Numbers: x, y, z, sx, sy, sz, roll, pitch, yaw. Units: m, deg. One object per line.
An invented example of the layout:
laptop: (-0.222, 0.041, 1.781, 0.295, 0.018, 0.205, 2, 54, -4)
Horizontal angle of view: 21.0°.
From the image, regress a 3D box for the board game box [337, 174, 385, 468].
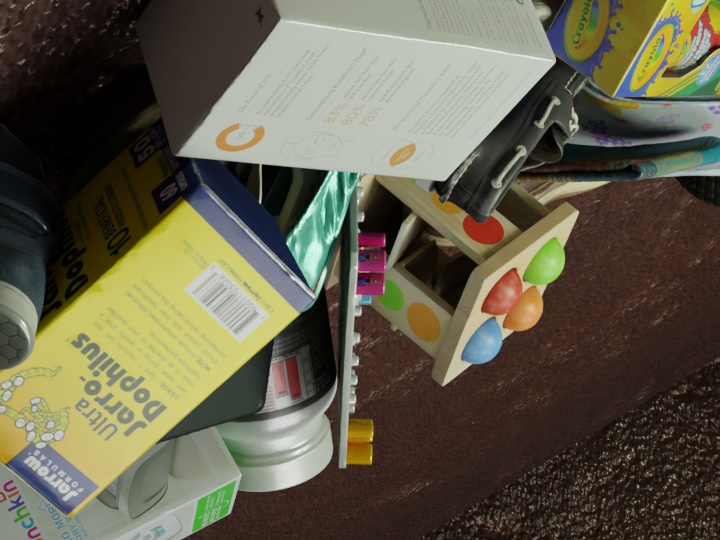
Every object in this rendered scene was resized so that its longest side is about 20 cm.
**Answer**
board game box: (0.000, 0.000, 1.357, 0.026, 0.201, 0.201, 2, 132, -2)

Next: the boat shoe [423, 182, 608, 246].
boat shoe: (0.138, -0.089, 1.689, 0.198, 0.072, 0.072, -22, 133, 2)

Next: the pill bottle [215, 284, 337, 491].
pill bottle: (-0.078, 0.051, 1.411, 0.115, 0.116, 0.202, -22, 118, -29)

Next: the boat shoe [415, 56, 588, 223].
boat shoe: (0.114, -0.096, 1.331, 0.200, 0.060, 0.074, -39, 163, -47)

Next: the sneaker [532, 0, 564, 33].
sneaker: (0.063, -0.156, 1.304, 0.111, 0.077, 0.200, -48, 166, 19)

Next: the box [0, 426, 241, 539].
box: (-0.210, 0.115, 1.383, 0.175, 0.201, 0.097, -24, 162, -19)

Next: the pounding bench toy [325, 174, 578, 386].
pounding bench toy: (0.095, -0.031, 1.532, 0.200, 0.156, 0.125, -34, 155, -40)

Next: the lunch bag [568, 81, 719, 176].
lunch bag: (0.241, -0.154, 1.552, 0.198, 0.128, 0.170, -5, 161, -4)

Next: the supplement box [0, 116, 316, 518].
supplement box: (-0.143, 0.025, 1.144, 0.200, 0.109, 0.110, -42, 121, 6)

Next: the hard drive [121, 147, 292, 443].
hard drive: (-0.106, 0.012, 1.268, 0.139, 0.033, 0.202, -14, 120, -46)

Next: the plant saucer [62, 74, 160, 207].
plant saucer: (-0.110, -0.091, 1.269, 0.199, 0.030, 0.200, -30, 164, -9)

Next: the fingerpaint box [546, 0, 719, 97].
fingerpaint box: (0.235, -0.220, 1.333, 0.166, 0.073, 0.201, -7, 131, -55)

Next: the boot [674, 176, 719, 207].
boot: (0.320, -0.127, 1.724, 0.130, 0.200, 0.068, -21, 124, -29)

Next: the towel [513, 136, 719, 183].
towel: (0.176, -0.081, 1.437, 0.145, 0.022, 0.200, -1, -174, 28)

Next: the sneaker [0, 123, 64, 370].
sneaker: (-0.267, -0.024, 1.096, 0.200, 0.147, 0.077, 11, 136, -2)

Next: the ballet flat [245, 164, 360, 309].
ballet flat: (-0.029, -0.073, 1.238, 0.070, 0.067, 0.202, 28, 80, -35)

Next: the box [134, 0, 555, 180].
box: (-0.009, -0.132, 1.122, 0.199, 0.098, 0.124, 3, 145, -37)
